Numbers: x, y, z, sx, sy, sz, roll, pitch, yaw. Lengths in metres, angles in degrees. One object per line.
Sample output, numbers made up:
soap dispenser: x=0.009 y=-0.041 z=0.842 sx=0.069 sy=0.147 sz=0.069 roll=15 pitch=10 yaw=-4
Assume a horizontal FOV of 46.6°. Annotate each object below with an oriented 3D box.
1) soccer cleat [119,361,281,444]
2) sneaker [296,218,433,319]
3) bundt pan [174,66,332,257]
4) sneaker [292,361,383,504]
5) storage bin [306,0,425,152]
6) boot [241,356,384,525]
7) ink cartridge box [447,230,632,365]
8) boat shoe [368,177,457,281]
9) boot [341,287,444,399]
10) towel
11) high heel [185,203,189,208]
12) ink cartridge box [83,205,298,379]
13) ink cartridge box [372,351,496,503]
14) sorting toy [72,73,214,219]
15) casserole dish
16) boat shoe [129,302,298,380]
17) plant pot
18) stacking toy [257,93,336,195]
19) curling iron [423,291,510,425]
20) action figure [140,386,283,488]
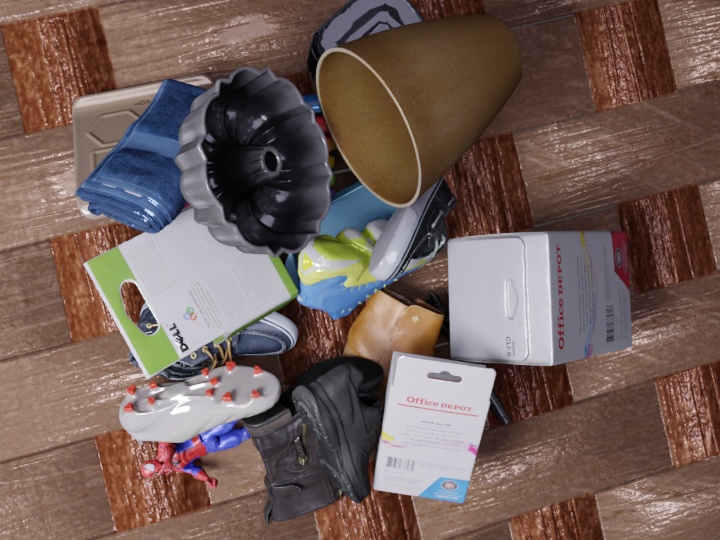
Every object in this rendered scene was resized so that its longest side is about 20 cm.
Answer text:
soccer cleat: x=-0.184 y=0.159 z=0.981 sx=0.196 sy=0.070 sz=0.078 roll=-9 pitch=130 yaw=7
sneaker: x=0.000 y=0.000 z=1.018 sx=0.197 sy=0.106 sz=0.076 roll=-5 pitch=46 yaw=-37
bundt pan: x=-0.122 y=-0.112 z=0.908 sx=0.200 sy=0.075 sz=0.206 roll=13 pitch=74 yaw=-51
sneaker: x=-0.009 y=0.189 z=0.962 sx=0.090 sy=0.076 sz=0.202 roll=-34 pitch=135 yaw=-22
storage bin: x=0.039 y=-0.242 z=1.057 sx=0.135 sy=0.094 sz=0.201 roll=-42 pitch=93 yaw=-6
boot: x=-0.048 y=0.213 z=1.036 sx=0.197 sy=0.069 sz=0.177 roll=-22 pitch=120 yaw=-10
ink cartridge box: x=0.216 y=0.029 z=1.004 sx=0.198 sy=0.143 sz=0.149 roll=-2 pitch=89 yaw=-48
boat shoe: x=0.072 y=-0.049 z=0.972 sx=0.071 sy=0.072 sz=0.201 roll=39 pitch=45 yaw=-8
boot: x=0.075 y=0.120 z=1.051 sx=0.199 sy=0.071 sz=0.146 roll=31 pitch=105 yaw=2
towel: x=-0.216 y=-0.132 z=0.931 sx=0.110 sy=0.049 sz=0.202 roll=17 pitch=52 yaw=14
high heel: x=-0.238 y=-0.092 z=1.049 sx=0.200 sy=0.067 sz=0.096 roll=45 pitch=55 yaw=-1
ink cartridge box: x=-0.194 y=0.016 z=0.954 sx=0.198 sy=0.076 sz=0.149 roll=-30 pitch=87 yaw=-25
ink cartridge box: x=0.083 y=0.167 z=0.970 sx=0.113 sy=0.068 sz=0.203 roll=8 pitch=122 yaw=-1
sorting toy: x=-0.249 y=-0.149 z=1.003 sx=0.182 sy=0.037 sz=0.202 roll=-13 pitch=51 yaw=-9
casserole dish: x=-0.016 y=-0.047 z=1.041 sx=0.198 sy=0.039 sz=0.123 roll=-31 pitch=126 yaw=-22
boat shoe: x=-0.178 y=0.093 z=1.017 sx=0.196 sy=0.072 sz=0.092 roll=8 pitch=46 yaw=-1
plant pot: x=0.082 y=-0.201 z=0.939 sx=0.198 sy=0.186 sz=0.188 roll=-32 pitch=93 yaw=-20
stacking toy: x=-0.070 y=-0.114 z=1.046 sx=0.107 sy=0.116 sz=0.204 roll=-8 pitch=101 yaw=-4
curling iron: x=0.137 y=0.118 z=1.088 sx=0.025 sy=0.050 sz=0.202 roll=-30 pitch=96 yaw=5
action figure: x=-0.174 y=0.218 z=1.018 sx=0.197 sy=0.099 sz=0.066 roll=-23 pitch=119 yaw=-4
